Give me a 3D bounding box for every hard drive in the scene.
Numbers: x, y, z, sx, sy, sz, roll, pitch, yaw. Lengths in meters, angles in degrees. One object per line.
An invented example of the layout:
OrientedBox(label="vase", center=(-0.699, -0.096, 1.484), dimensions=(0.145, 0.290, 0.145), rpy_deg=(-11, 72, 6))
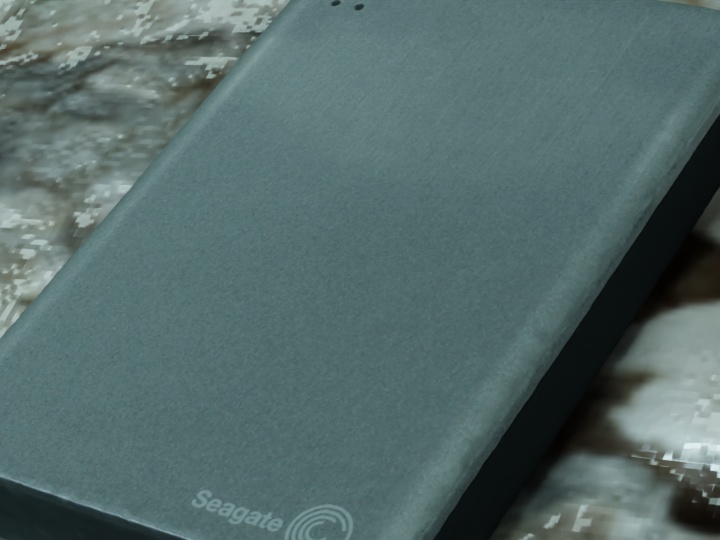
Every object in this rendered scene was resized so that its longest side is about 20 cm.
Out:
OrientedBox(label="hard drive", center=(0.000, 0.000, 0.594), dimensions=(0.140, 0.033, 0.200), rpy_deg=(14, 52, 32))
